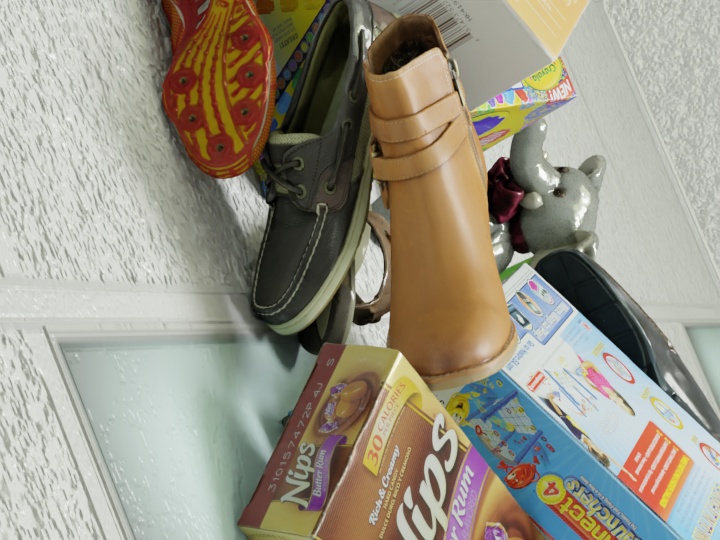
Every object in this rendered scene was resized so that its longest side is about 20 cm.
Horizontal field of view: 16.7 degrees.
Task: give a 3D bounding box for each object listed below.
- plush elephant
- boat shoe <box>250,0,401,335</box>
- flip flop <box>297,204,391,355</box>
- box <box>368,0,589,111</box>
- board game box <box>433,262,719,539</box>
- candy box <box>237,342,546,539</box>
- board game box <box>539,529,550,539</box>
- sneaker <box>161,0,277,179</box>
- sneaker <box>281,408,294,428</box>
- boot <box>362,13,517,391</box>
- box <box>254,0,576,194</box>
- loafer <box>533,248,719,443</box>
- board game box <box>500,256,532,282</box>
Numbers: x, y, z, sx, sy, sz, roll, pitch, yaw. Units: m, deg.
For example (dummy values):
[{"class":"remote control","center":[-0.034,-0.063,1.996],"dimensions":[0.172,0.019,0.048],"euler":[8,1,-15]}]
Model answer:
[{"class":"plush elephant","center":[0.107,-0.047,1.834],"dimensions":[0.201,0.154,0.165],"euler":[57,16,-29]},{"class":"boat shoe","center":[-0.028,-0.065,1.429],"dimensions":[0.066,0.072,0.202],"euler":[27,80,-36]},{"class":"flip flop","center":[0.000,0.000,1.520],"dimensions":[0.200,0.057,0.082],"euler":[-69,174,-77]},{"class":"box","center":[0.080,-0.207,1.527],"dimensions":[0.124,0.097,0.200],"euler":[48,41,-16]},{"class":"board game box","center":[0.133,0.099,1.474],"dimensions":[0.196,0.056,0.200],"euler":[44,19,4]},{"class":"candy box","center":[0.023,0.144,1.323],"dimensions":[0.200,0.056,0.117],"euler":[51,55,-41]},{"class":"board game box","center":[0.144,0.143,1.586],"dimensions":[0.199,0.034,0.135],"euler":[17,51,-37]},{"class":"sneaker","center":[-0.080,-0.130,1.466],"dimensions":[0.077,0.072,0.201],"euler":[61,15,-50]},{"class":"sneaker","center":[0.018,0.119,1.441],"dimensions":[0.200,0.073,0.083],"euler":[9,61,-61]},{"class":"boot","center":[0.041,-0.040,1.350],"dimensions":[0.200,0.076,0.156],"euler":[-75,156,-58]},{"class":"box","center":[0.007,-0.166,1.597],"dimensions":[0.199,0.122,0.194],"euler":[-13,78,-50]},{"class":"loafer","center":[0.178,0.070,1.602],"dimensions":[0.201,0.072,0.072],"euler":[60,27,-5]},{"class":"board game box","center":[0.133,0.037,1.918],"dimensions":[0.030,0.095,0.200],"euler":[60,15,-19]}]
